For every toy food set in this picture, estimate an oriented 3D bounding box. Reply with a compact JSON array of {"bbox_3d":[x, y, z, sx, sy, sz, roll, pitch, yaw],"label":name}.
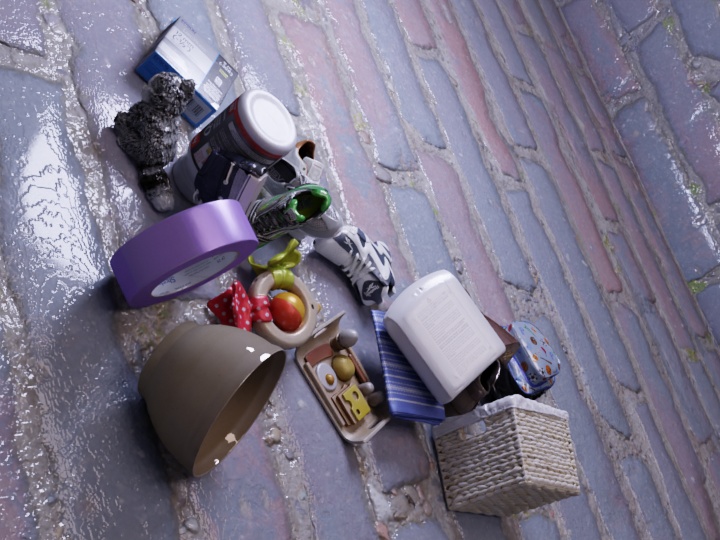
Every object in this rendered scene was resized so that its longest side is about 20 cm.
[{"bbox_3d":[-0.016,0.179,1.487,0.201,0.060,0.143,58,33,0],"label":"toy food set"}]

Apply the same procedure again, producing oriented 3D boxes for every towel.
[{"bbox_3d":[0.084,0.175,1.573,0.144,0.024,0.202,17,52,-42],"label":"towel"}]

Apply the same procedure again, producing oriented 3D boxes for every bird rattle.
[{"bbox_3d":[-0.135,0.051,1.385,0.163,0.112,0.201,45,37,-16],"label":"bird rattle"}]

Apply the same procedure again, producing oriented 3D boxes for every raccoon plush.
[{"bbox_3d":[-0.293,-0.210,1.362,0.096,0.133,0.202,-23,83,-57],"label":"raccoon plush"}]

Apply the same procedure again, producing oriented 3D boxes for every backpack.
[{"bbox_3d":[0.330,0.194,1.852,0.190,0.153,0.202,6,56,-62],"label":"backpack"}]

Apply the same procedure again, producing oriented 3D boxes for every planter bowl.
[{"bbox_3d":[-0.209,0.152,1.167,0.134,0.202,0.200,34,32,12],"label":"planter bowl"}]

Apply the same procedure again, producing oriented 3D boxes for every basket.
[{"bbox_3d":[0.268,0.345,1.605,0.199,0.197,0.163,22,50,-42],"label":"basket"}]

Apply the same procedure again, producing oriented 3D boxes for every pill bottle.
[{"bbox_3d":[-0.205,-0.191,1.401,0.115,0.199,0.117,31,42,-34],"label":"pill bottle"}]

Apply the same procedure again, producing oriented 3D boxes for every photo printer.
[{"bbox_3d":[0.145,0.111,1.568,0.166,0.069,0.201,-38,92,-25],"label":"photo printer"}]

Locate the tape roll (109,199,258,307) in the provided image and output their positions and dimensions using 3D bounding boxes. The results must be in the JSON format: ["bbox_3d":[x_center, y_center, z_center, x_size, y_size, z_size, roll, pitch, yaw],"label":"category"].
[{"bbox_3d":[-0.244,-0.023,1.222,0.199,0.199,0.066,-18,79,-55],"label":"tape roll"}]

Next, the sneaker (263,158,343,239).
[{"bbox_3d":[-0.113,-0.132,1.533,0.200,0.082,0.075,40,76,5],"label":"sneaker"}]

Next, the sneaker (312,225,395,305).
[{"bbox_3d":[0.000,0.000,1.627,0.198,0.079,0.131,26,36,-53],"label":"sneaker"}]

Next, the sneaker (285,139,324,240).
[{"bbox_3d":[-0.108,-0.156,1.606,0.072,0.084,0.202,22,51,-43],"label":"sneaker"}]

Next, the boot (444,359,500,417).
[{"bbox_3d":[0.205,0.203,1.674,0.070,0.146,0.201,41,37,-16],"label":"boot"}]

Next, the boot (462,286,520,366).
[{"bbox_3d":[0.200,0.103,1.667,0.185,0.065,0.200,-7,48,-47],"label":"boot"}]

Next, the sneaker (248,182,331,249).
[{"bbox_3d":[-0.140,-0.093,1.449,0.079,0.198,0.085,63,-12,-9],"label":"sneaker"}]

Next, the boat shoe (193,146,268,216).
[{"bbox_3d":[-0.222,-0.095,1.346,0.092,0.201,0.075,30,18,0],"label":"boat shoe"}]

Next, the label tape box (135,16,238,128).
[{"bbox_3d":[-0.293,-0.367,1.547,0.143,0.066,0.201,43,39,-23],"label":"label tape box"}]
